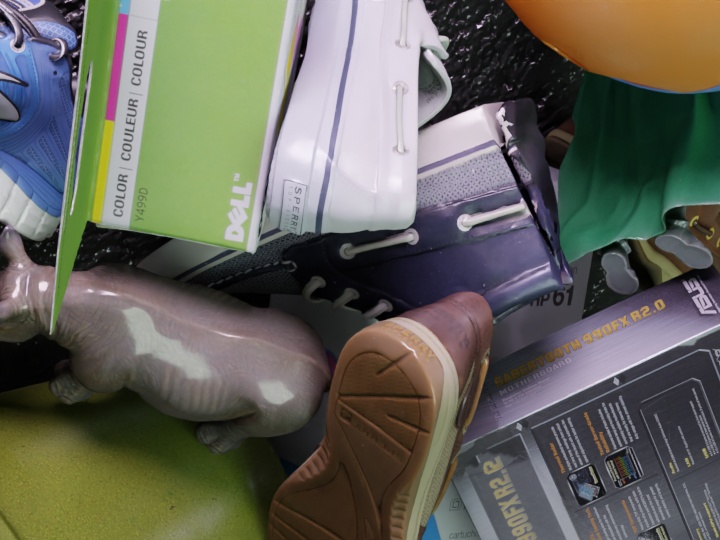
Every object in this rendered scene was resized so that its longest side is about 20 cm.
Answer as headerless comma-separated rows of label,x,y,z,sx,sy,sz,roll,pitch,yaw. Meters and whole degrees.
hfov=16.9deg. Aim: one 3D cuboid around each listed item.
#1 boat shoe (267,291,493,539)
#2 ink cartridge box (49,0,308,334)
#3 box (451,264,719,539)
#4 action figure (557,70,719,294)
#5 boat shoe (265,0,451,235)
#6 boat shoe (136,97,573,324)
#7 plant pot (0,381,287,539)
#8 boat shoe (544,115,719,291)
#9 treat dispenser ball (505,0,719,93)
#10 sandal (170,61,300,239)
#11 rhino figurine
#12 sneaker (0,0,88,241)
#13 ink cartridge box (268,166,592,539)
boat shoe,0.015,0.084,1.083,0.072,0.072,0.201,-37,154,-40
ink cartridge box,-0.067,-0.075,0.970,0.075,0.200,0.148,10,117,-1
box,0.135,0.112,1.185,0.158,0.048,0.200,-25,125,2
action figure,0.147,-0.083,1.183,0.118,0.201,0.055,-18,134,33
boat shoe,0.006,-0.082,1.044,0.066,0.201,0.074,11,137,0
boat shoe,0.000,0.000,1.087,0.199,0.093,0.075,-22,178,18
plant pot,-0.140,0.134,1.137,0.193,0.200,0.201,-29,140,-35
boat shoe,0.155,-0.041,1.303,0.068,0.072,0.200,-48,147,-1
treat dispenser ball,0.143,-0.178,1.063,0.200,0.201,0.202,-22,137,-23
sandal,-0.057,-0.082,1.105,0.075,0.045,0.201,-14,133,-30
rhino figurine,-0.103,0.028,1.057,0.199,0.060,0.087,19,159,-20
sneaker,-0.171,-0.087,0.994,0.089,0.078,0.200,-54,148,2
ink cartridge box,0.030,0.041,1.206,0.144,0.084,0.201,-1,103,-41
